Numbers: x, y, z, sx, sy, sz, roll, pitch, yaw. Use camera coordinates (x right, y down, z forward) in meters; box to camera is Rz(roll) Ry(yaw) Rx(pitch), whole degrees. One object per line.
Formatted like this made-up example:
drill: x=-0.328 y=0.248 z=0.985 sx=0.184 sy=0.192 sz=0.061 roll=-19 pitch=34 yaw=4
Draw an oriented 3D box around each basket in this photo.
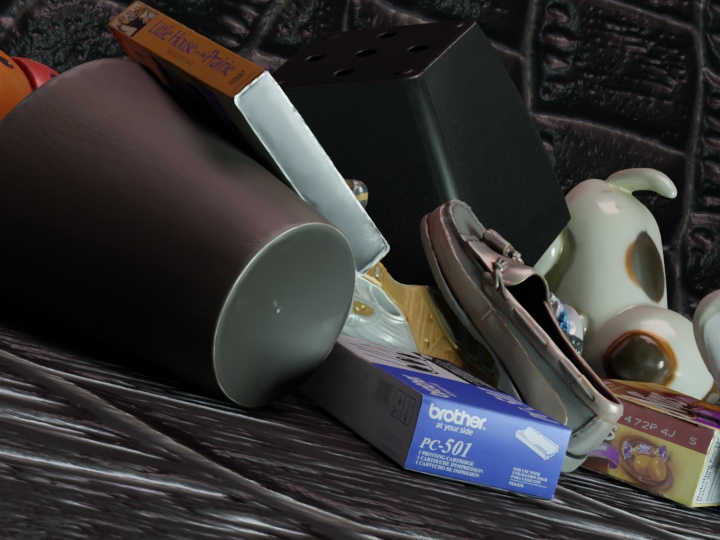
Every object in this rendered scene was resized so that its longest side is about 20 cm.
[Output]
basket: x=-0.110 y=-0.016 z=1.293 sx=0.199 sy=0.180 sz=0.136 roll=28 pitch=-30 yaw=34

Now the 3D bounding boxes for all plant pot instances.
plant pot: x=0.023 y=-0.079 z=1.664 sx=0.198 sy=0.179 sz=0.200 roll=-2 pitch=22 yaw=26

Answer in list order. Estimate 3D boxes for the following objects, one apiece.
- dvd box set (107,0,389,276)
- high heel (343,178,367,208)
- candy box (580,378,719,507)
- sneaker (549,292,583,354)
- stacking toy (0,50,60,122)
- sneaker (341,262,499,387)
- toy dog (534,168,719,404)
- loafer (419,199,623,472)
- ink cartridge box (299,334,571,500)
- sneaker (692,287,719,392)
dvd box set: x=-0.071 y=-0.083 z=1.369 sx=0.147 sy=0.029 sz=0.200 roll=55 pitch=-11 yaw=-30
high heel: x=0.000 y=0.000 z=1.516 sx=0.142 sy=0.072 sz=0.200 roll=11 pitch=-34 yaw=-25
candy box: x=0.209 y=0.115 z=1.513 sx=0.116 sy=0.057 sz=0.200 roll=19 pitch=3 yaw=26
sneaker: x=0.130 y=0.068 z=1.556 sx=0.086 sy=0.075 sz=0.200 roll=29 pitch=-12 yaw=-7
stacking toy: x=-0.194 y=-0.077 z=1.407 sx=0.199 sy=0.147 sz=0.146 roll=2 pitch=12 yaw=-36
sneaker: x=0.013 y=0.048 z=1.451 sx=0.200 sy=0.076 sz=0.088 roll=35 pitch=-43 yaw=-20
toy dog: x=0.203 y=0.039 z=1.748 sx=0.139 sy=0.194 sz=0.201 roll=33 pitch=24 yaw=-49
loafer: x=0.106 y=0.030 z=1.425 sx=0.072 sy=0.063 sz=0.201 roll=9 pitch=46 yaw=-49
ink cartridge box: x=0.039 y=0.081 z=1.301 sx=0.093 sy=0.045 sz=0.200 roll=14 pitch=4 yaw=-20
sneaker: x=0.271 y=0.095 z=1.413 sx=0.200 sy=0.070 sz=0.093 roll=59 pitch=23 yaw=13
